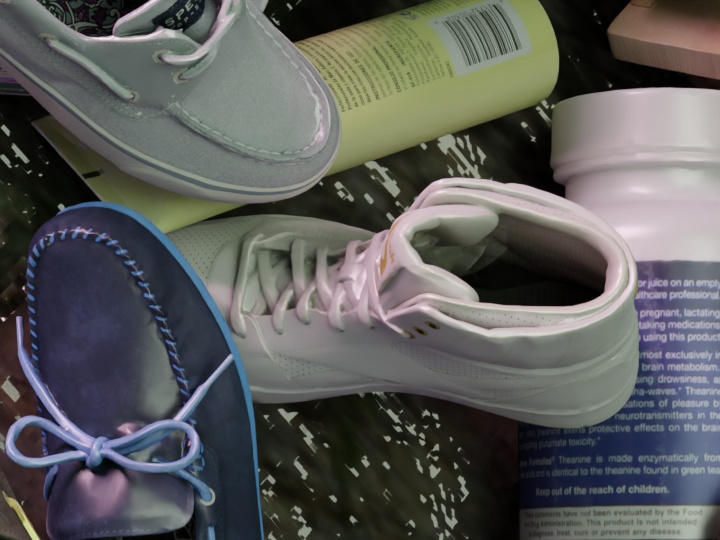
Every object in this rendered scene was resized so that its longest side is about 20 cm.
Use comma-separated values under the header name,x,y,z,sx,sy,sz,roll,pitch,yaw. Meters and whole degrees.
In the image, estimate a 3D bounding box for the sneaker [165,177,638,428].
name,x,y,z,sx,sy,sz,roll,pitch,yaw
sneaker,0.000,0.000,0.984,0.199,0.116,0.074,5,68,5

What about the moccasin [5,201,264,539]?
name,x,y,z,sx,sy,sz,roll,pitch,yaw
moccasin,-0.071,0.077,0.973,0.068,0.080,0.201,-42,117,-60

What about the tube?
name,x,y,z,sx,sy,sz,roll,pitch,yaw
tube,-0.019,-0.061,1.058,0.200,0.058,0.052,-20,95,-31

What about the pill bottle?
name,x,y,z,sx,sy,sz,roll,pitch,yaw
pill bottle,0.115,0.036,1.083,0.111,0.111,0.201,4,82,-28

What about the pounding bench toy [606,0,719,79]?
name,x,y,z,sx,sy,sz,roll,pitch,yaw
pounding bench toy,0.181,-0.190,1.078,0.200,0.124,0.156,-46,134,-32

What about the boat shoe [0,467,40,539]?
name,x,y,z,sx,sy,sz,roll,pitch,yaw
boat shoe,-0.141,0.101,0.966,0.072,0.060,0.202,-23,95,-28

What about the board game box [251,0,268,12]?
name,x,y,z,sx,sy,sz,roll,pitch,yaw
board game box,-0.053,-0.226,0.989,0.200,0.026,0.200,-70,146,-40

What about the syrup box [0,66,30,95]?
name,x,y,z,sx,sy,sz,roll,pitch,yaw
syrup box,-0.118,-0.164,0.999,0.078,0.081,0.201,2,85,-28

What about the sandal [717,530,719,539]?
name,x,y,z,sx,sy,sz,roll,pitch,yaw
sandal,0.192,0.162,1.024,0.080,0.054,0.201,-25,98,-34

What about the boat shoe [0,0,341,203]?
name,x,y,z,sx,sy,sz,roll,pitch,yaw
boat shoe,-0.078,-0.084,0.925,0.201,0.071,0.070,32,70,-26
